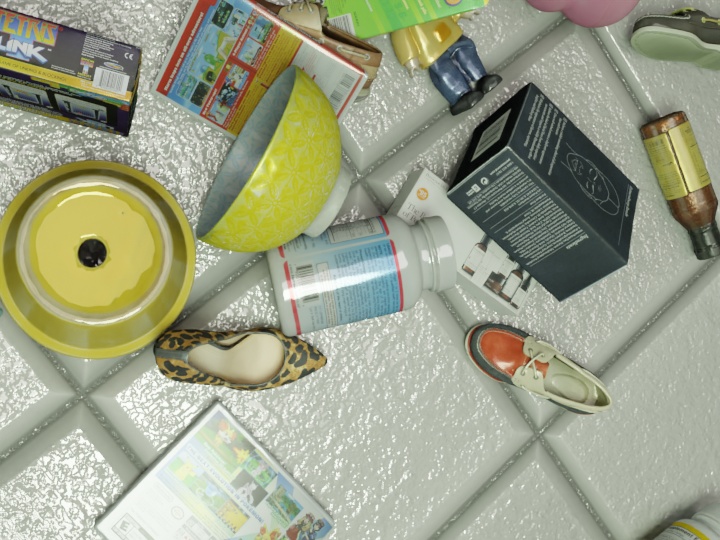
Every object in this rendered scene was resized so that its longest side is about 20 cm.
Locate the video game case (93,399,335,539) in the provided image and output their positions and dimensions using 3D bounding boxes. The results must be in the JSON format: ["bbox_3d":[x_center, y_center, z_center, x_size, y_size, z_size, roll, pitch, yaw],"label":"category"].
[{"bbox_3d":[-0.155,0.278,0.846,0.182,0.022,0.200,-45,100,-15],"label":"video game case"}]

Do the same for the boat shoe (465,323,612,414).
[{"bbox_3d":[0.223,0.124,0.960,0.199,0.063,0.072,30,81,-14],"label":"boat shoe"}]

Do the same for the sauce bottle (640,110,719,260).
[{"bbox_3d":[0.442,-0.113,1.045,0.065,0.066,0.202,-23,97,-18],"label":"sauce bottle"}]

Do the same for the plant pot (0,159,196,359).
[{"bbox_3d":[-0.253,-0.013,0.739,0.198,0.189,0.204,1,87,-18],"label":"plant pot"}]

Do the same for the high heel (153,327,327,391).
[{"bbox_3d":[-0.116,0.095,0.803,0.198,0.142,0.072,6,86,-18],"label":"high heel"}]

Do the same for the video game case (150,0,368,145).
[{"bbox_3d":[-0.111,-0.207,0.844,0.199,0.018,0.144,28,115,-15],"label":"video game case"}]

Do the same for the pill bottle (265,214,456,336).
[{"bbox_3d":[0.000,0.000,0.847,0.197,0.109,0.110,-12,91,-7],"label":"pill bottle"}]

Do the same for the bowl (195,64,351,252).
[{"bbox_3d":[-0.074,-0.094,0.786,0.107,0.200,0.202,30,79,-20],"label":"bowl"}]

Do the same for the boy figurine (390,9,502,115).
[{"bbox_3d":[0.091,-0.294,0.935,0.124,0.064,0.201,-38,102,-13],"label":"boy figurine"}]

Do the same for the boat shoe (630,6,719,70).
[{"bbox_3d":[0.451,-0.324,1.056,0.199,0.072,0.061,4,82,-25],"label":"boat shoe"}]

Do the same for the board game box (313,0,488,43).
[{"bbox_3d":[0.041,-0.325,0.878,0.198,0.030,0.097,-10,106,15],"label":"board game box"}]

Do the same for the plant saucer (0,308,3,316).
[{"bbox_3d":[-0.442,0.108,0.759,0.070,0.019,0.201,33,79,-14],"label":"plant saucer"}]

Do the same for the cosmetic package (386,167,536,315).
[{"bbox_3d":[0.128,-0.033,0.941,0.199,0.051,0.083,34,77,-14],"label":"cosmetic package"}]

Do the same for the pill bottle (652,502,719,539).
[{"bbox_3d":[0.414,0.395,0.985,0.199,0.114,0.115,-29,97,-17],"label":"pill bottle"}]

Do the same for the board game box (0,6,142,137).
[{"bbox_3d":[-0.315,-0.193,0.737,0.198,0.165,0.057,13,86,-18],"label":"board game box"}]

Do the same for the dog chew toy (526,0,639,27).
[{"bbox_3d":[0.256,-0.380,0.968,0.197,0.124,0.126,8,85,-10],"label":"dog chew toy"}]

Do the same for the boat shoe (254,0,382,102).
[{"bbox_3d":[-0.063,-0.269,0.861,0.199,0.076,0.072,27,121,-16],"label":"boat shoe"}]

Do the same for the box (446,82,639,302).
[{"bbox_3d":[0.221,-0.093,0.916,0.200,0.107,0.149,41,45,-12],"label":"box"}]
